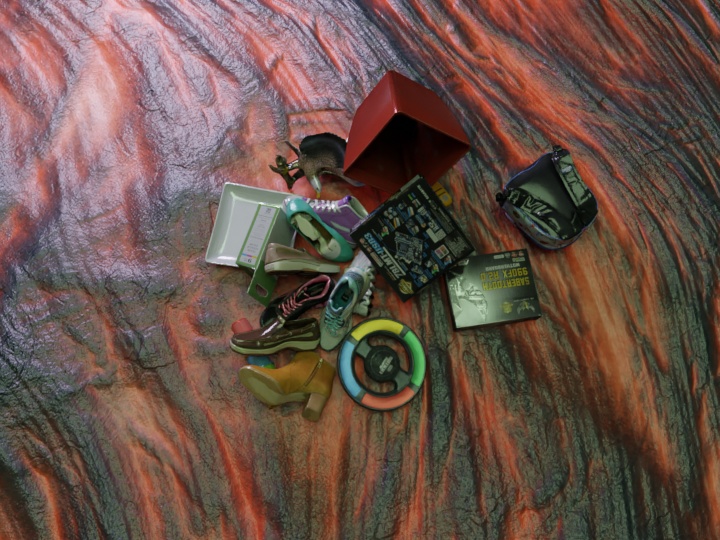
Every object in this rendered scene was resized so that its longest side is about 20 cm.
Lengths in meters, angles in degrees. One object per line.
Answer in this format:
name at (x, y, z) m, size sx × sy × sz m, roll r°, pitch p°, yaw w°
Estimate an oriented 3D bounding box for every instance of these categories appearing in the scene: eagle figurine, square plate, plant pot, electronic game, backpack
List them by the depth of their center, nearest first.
plant pot at (0.085, -0.298, 1.325) m, size 0.198 × 0.200 × 0.178 m, roll 15°, pitch 50°, yaw -32°
electronic game at (0.047, 0.201, 1.347) m, size 0.197 × 0.042 × 0.203 m, roll 2°, pitch 78°, yaw -8°
backpack at (0.429, -0.144, 1.414) m, size 0.199 × 0.154 × 0.191 m, roll -38°, pitch 69°, yaw -5°
eagle figurine at (-0.092, -0.242, 1.442) m, size 0.197 × 0.152 × 0.153 m, roll -15°, pitch 111°, yaw 11°
square plate at (-0.242, -0.095, 1.451) m, size 0.195 × 0.028 × 0.203 m, roll 10°, pitch 73°, yaw 1°

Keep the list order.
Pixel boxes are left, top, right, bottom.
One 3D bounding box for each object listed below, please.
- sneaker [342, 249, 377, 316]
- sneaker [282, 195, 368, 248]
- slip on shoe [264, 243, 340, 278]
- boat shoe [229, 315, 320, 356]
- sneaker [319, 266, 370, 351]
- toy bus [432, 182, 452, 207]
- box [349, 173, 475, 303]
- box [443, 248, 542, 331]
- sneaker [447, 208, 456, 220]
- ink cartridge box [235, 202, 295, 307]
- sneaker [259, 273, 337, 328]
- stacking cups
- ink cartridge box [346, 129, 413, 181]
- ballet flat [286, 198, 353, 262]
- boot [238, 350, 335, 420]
sneaker at (0.000, 0.000, 1.407) m, size 0.080 × 0.075 × 0.203 m, roll 8°, pitch 73°, yaw 11°
sneaker at (-0.072, -0.142, 1.408) m, size 0.198 × 0.115 × 0.073 m, roll 24°, pitch 43°, yaw -7°
slip on shoe at (-0.124, -0.020, 1.361) m, size 0.198 × 0.076 × 0.062 m, roll 3°, pitch 76°, yaw -41°
boat shoe at (-0.179, 0.129, 1.321) m, size 0.200 × 0.074 × 0.076 m, roll -2°, pitch 109°, yaw -34°
sneaker at (-0.052, 0.086, 1.336) m, size 0.077 × 0.086 × 0.202 m, roll 27°, pitch 108°, yaw 15°
toy bus at (0.111, -0.131, 1.418) m, size 0.199 × 0.065 × 0.079 m, roll -32°, pitch 78°, yaw -30°
box at (0.110, -0.066, 1.334) m, size 0.198 × 0.050 × 0.201 m, roll -37°, pitch 103°, yaw 13°
box at (0.293, 0.044, 1.407) m, size 0.197 × 0.048 × 0.161 m, roll -7°, pitch 73°, yaw -3°
sneaker at (0.148, -0.044, 1.395) m, size 0.085 × 0.077 × 0.200 m, roll 44°, pitch 102°, yaw 7°
ink cartridge box at (-0.212, -0.033, 1.359) m, size 0.059 × 0.104 × 0.202 m, roll 12°, pitch 73°, yaw 20°
sneaker at (-0.139, 0.067, 1.370) m, size 0.199 × 0.095 × 0.079 m, roll -32°, pitch 78°, yaw -9°
stacking cups at (-0.220, 0.196, 1.345) m, size 0.060 × 0.061 × 0.201 m, roll -30°, pitch 76°, yaw -10°
ink cartridge box at (0.074, -0.289, 1.485) m, size 0.198 × 0.088 × 0.146 m, roll 28°, pitch 75°, yaw 9°
ballet flat at (-0.093, -0.073, 1.376) m, size 0.067 × 0.071 × 0.200 m, roll -34°, pitch 116°, yaw 23°
boot at (-0.149, 0.214, 1.304) m, size 0.200 × 0.071 × 0.145 m, roll 31°, pitch 36°, yaw -13°
